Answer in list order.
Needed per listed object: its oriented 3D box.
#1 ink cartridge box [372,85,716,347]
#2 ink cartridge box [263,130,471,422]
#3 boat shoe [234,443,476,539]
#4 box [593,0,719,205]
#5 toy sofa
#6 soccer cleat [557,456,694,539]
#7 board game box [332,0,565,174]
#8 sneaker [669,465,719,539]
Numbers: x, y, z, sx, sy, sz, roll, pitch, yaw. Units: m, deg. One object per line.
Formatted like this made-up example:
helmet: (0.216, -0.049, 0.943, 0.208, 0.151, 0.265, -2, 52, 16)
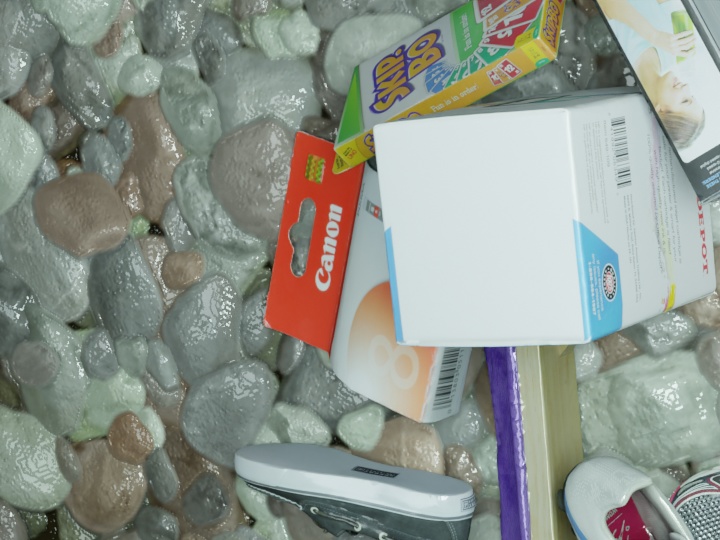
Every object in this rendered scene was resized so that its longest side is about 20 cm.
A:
ink cartridge box: (0.126, -0.039, 1.461, 0.145, 0.200, 0.148, -2, 97, 33)
ink cartridge box: (0.000, 0.000, 1.618, 0.199, 0.050, 0.163, 22, 110, 35)
boat shoe: (-0.008, 0.173, 1.659, 0.199, 0.069, 0.057, 10, 104, 28)
box: (0.217, -0.148, 1.438, 0.060, 0.116, 0.201, -31, 81, 29)
toy sofa: (0.120, 0.125, 1.562, 0.097, 0.083, 0.201, -1, 97, 31)
soccer cleat: (0.201, 0.214, 1.494, 0.201, 0.070, 0.086, 59, 158, -18)
board game box: (0.057, -0.141, 1.553, 0.199, 0.096, 0.030, -29, 121, 33)
sneaker: (0.293, 0.186, 1.472, 0.199, 0.075, 0.081, 18, 107, 28)
